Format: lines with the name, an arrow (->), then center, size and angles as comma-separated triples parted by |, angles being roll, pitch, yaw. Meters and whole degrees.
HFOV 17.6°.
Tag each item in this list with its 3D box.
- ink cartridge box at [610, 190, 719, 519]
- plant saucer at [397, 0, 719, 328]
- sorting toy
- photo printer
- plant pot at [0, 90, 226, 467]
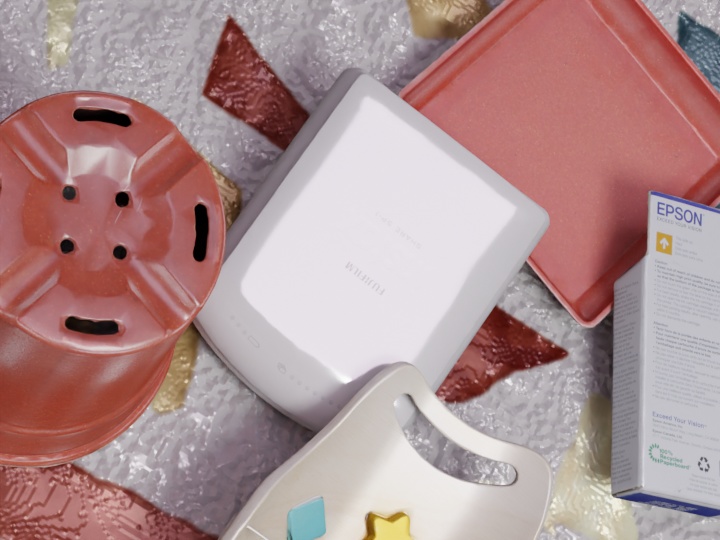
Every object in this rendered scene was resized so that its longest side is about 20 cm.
ink cartridge box -> 0.253, 0.067, 1.543 | 0.195, 0.043, 0.202 | 14, 69, -29
plant saucer -> 0.144, -0.091, 1.565 | 0.200, 0.037, 0.200 | -42, 93, -26
sorting toy -> 0.024, 0.159, 1.392 | 0.199, 0.107, 0.181 | 35, 79, -9
photo printer -> 0.000, 0.000, 1.451 | 0.166, 0.069, 0.201 | 38, 78, -6
plant pot -> -0.173, -0.004, 1.331 | 0.199, 0.195, 0.203 | 6, 74, -20
